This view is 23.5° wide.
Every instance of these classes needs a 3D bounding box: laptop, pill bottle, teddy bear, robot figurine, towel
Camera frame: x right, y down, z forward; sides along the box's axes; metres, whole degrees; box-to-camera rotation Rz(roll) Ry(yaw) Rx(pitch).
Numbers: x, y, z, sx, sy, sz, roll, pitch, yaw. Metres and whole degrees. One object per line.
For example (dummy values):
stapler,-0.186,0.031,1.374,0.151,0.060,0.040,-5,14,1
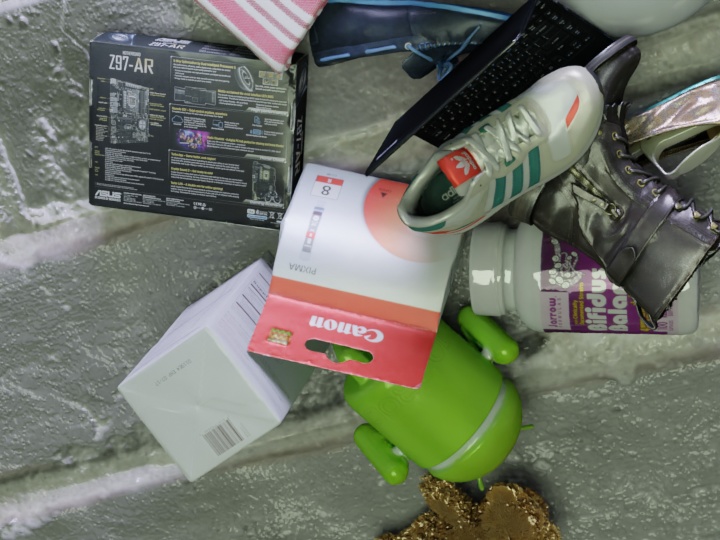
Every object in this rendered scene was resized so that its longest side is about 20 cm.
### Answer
laptop,0.119,-0.134,1.448,0.199,0.104,0.177,24,127,-40
pill bottle,0.199,0.000,1.534,0.198,0.112,0.113,0,110,13
teddy bear,0.101,0.261,1.685,0.145,0.067,0.200,40,120,7
robot figurine,0.065,0.113,1.592,0.200,0.116,0.176,40,93,-14
towel,-0.068,-0.291,1.512,0.146,0.030,0.200,44,117,17

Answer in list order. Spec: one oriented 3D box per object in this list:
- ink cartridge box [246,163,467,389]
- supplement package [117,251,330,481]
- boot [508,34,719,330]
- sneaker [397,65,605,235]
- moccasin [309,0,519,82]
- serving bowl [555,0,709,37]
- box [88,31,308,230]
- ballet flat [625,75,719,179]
ink cartridge box,0.000,0.000,1.535,0.161,0.201,0.050,12,137,8
supplement package,-0.118,0.083,1.588,0.113,0.200,0.110,-34,99,22
boot,0.235,-0.074,1.444,0.174,0.069,0.201,33,108,17
sneaker,0.111,-0.091,1.410,0.199,0.093,0.071,-37,80,26
moccasin,0.052,-0.200,1.518,0.199,0.080,0.069,6,95,23
serving bowl,0.220,-0.288,1.449,0.198,0.066,0.202,5,111,12
box,-0.152,-0.129,1.603,0.198,0.044,0.161,7,111,10
ballet flat,0.243,-0.104,1.502,0.199,0.068,0.068,-23,66,20
